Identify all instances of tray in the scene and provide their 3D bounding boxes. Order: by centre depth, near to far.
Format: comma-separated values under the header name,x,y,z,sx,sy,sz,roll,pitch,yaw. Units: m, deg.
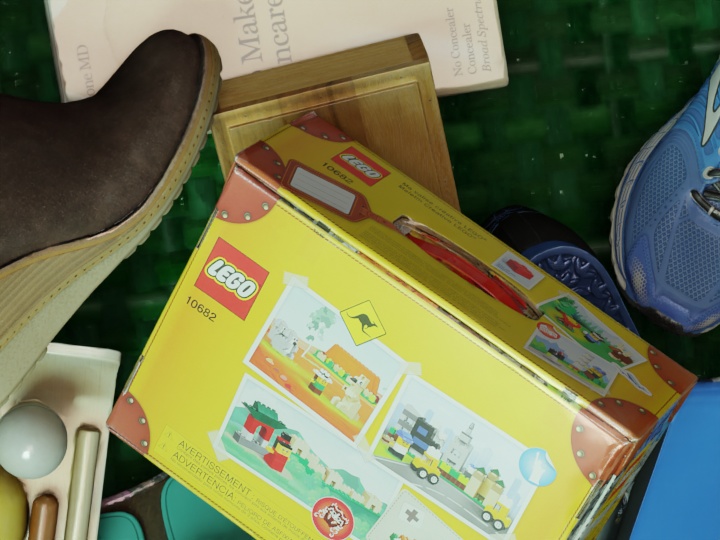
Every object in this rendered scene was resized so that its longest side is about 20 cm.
name,x,y,z,sx,sy,sz,roll,pitch,yaw
tray,0.000,0.000,1.194,0.099,0.037,0.200,-14,119,-2

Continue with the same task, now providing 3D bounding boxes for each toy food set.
name,x,y,z,sx,sy,sz,roll,pitch,yaw
toy food set,-0.185,0.124,1.145,0.143,0.060,0.200,7,92,-8

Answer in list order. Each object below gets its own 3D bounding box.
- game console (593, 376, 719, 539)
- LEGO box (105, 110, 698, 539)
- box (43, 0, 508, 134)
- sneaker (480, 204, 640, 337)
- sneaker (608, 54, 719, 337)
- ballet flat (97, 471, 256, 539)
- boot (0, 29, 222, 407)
name,x,y,z,sx,sy,sz,roll,pitch,yaw
game console,0.103,0.109,1.204,0.171,0.118,0.200,28,120,23
LEGO box,0.013,0.054,1.110,0.200,0.077,0.149,36,120,11
box,-0.041,-0.113,1.207,0.200,0.078,0.095,-11,95,-4
sneaker,0.109,0.057,1.237,0.070,0.078,0.200,-24,116,-4
sneaker,0.178,-0.063,1.203,0.079,0.089,0.200,28,76,-4
ballet flat,-0.087,0.131,1.221,0.200,0.071,0.069,-18,60,5
boot,-0.163,-0.058,1.092,0.166,0.072,0.200,41,73,-24
